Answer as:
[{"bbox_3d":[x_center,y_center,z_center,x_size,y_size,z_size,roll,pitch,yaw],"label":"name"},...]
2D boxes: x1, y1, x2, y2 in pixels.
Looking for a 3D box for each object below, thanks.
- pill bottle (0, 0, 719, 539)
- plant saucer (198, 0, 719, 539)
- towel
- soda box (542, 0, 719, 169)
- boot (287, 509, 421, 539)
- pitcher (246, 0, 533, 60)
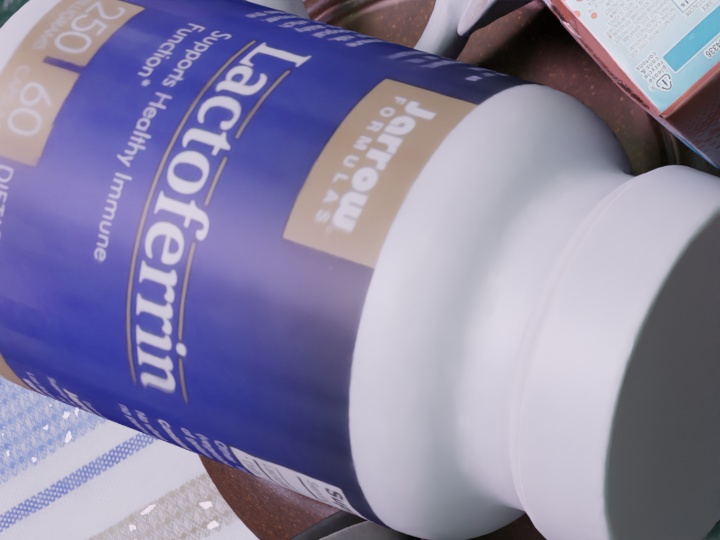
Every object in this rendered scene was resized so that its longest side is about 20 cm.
[{"bbox_3d":[0.000,0.000,0.725,0.200,0.116,0.116,18,88,30],"label":"pill bottle"},{"bbox_3d":[0.024,-0.007,0.800,0.200,0.034,0.201,-8,72,25],"label":"plant saucer"},{"bbox_3d":[-0.079,0.059,0.872,0.147,0.024,0.200,-32,64,21],"label":"towel"},{"bbox_3d":[0.127,-0.113,0.638,0.200,0.068,0.064,-42,72,9],"label":"soda box"},{"bbox_3d":[0.031,0.107,0.716,0.200,0.068,0.131,-26,63,-4],"label":"boot"},{"bbox_3d":[0.006,-0.151,0.748,0.171,0.121,0.200,-28,94,32],"label":"pitcher"}]
